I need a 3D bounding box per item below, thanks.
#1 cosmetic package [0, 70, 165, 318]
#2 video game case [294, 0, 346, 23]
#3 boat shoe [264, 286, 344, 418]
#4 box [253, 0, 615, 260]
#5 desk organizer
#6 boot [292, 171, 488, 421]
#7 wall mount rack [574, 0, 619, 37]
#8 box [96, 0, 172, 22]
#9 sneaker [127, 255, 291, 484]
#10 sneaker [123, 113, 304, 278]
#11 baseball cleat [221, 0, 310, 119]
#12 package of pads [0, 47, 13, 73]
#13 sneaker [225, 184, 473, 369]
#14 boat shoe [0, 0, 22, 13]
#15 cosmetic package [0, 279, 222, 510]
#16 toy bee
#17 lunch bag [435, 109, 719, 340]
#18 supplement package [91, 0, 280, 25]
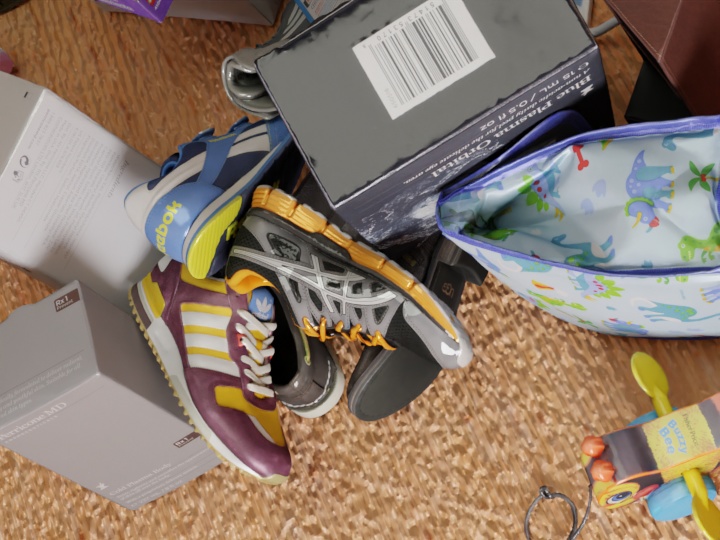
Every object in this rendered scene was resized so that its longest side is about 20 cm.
[{"bbox_3d":[-0.250,-0.061,1.290,0.198,0.199,0.124,22,83,46],"label":"cosmetic package"},{"bbox_3d":[-0.013,-0.266,1.242,0.144,0.018,0.201,-60,33,21],"label":"video game case"},{"bbox_3d":[-0.083,0.025,1.279,0.072,0.061,0.202,-42,59,6],"label":"boat shoe"},{"bbox_3d":[0.058,-0.118,1.112,0.195,0.200,0.118,-31,76,6],"label":"box"},{"bbox_3d":[0.211,-0.143,1.117,0.071,0.200,0.078,17,81,29],"label":"desk organizer"},{"bbox_3d":[0.000,0.000,1.252,0.173,0.069,0.201,24,76,34],"label":"boot"},{"bbox_3d":[0.164,-0.241,1.248,0.172,0.074,0.203,0,72,26],"label":"wall mount rack"},{"bbox_3d":[-0.170,-0.304,1.285,0.136,0.039,0.202,20,80,30],"label":"box"},{"bbox_3d":[-0.092,0.059,1.194,0.090,0.075,0.201,-40,63,10],"label":"sneaker"},{"bbox_3d":[-0.099,-0.075,1.229,0.082,0.200,0.075,25,127,16],"label":"sneaker"},{"bbox_3d":[-0.061,-0.170,1.279,0.105,0.071,0.200,-7,20,-12],"label":"baseball cleat"},{"bbox_3d":[-0.410,-0.131,1.490,0.120,0.076,0.202,21,82,32],"label":"package of pads"},{"bbox_3d":[-0.009,0.019,1.150,0.199,0.078,0.078,32,85,24],"label":"sneaker"},{"bbox_3d":[-0.330,-0.289,1.518,0.197,0.075,0.069,-14,59,13],"label":"boat shoe"},{"bbox_3d":[-0.190,0.096,1.222,0.106,0.200,0.091,-29,60,15],"label":"cosmetic package"},{"bbox_3d":[0.192,0.130,1.077,0.200,0.109,0.131,-46,60,4],"label":"toy bee"},{"bbox_3d":[0.168,-0.023,1.108,0.198,0.170,0.129,-6,70,23],"label":"lunch bag"},{"bbox_3d":[-0.153,-0.335,1.398,0.189,0.147,0.202,10,76,28],"label":"supplement package"}]
